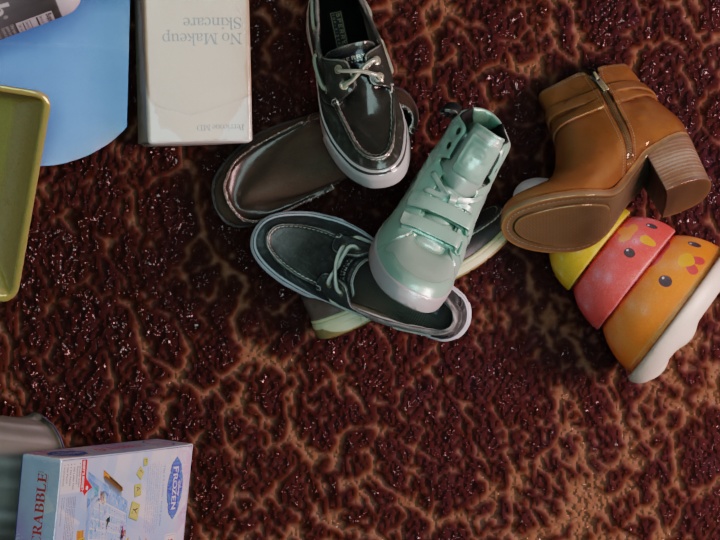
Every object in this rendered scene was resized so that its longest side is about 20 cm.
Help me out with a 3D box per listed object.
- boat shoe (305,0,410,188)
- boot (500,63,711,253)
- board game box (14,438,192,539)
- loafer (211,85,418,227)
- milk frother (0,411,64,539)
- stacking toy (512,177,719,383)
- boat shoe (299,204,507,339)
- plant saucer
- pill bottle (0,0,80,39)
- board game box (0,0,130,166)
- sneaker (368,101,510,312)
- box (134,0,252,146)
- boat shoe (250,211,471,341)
[{"bbox_3d":[-0.008,-0.163,1.726,0.071,0.064,0.200,-15,64,-7],"label":"boat shoe"},{"bbox_3d":[0.185,-0.100,1.778,0.200,0.074,0.155,-13,53,-21],"label":"boot"},{"bbox_3d":[-0.214,0.244,1.695,0.041,0.199,0.201,7,91,27],"label":"board game box"},{"bbox_3d":[-0.038,-0.103,1.766,0.200,0.071,0.073,-32,98,-8],"label":"loafer"},{"bbox_3d":[-0.379,0.180,1.692,0.188,0.200,0.181,12,101,-42],"label":"milk frother"},{"bbox_3d":[0.214,-0.010,1.808,0.200,0.146,0.146,36,86,5],"label":"stacking toy"},{"bbox_3d":[0.040,-0.011,1.786,0.200,0.073,0.065,-30,103,-8],"label":"boat shoe"},{"bbox_3d":[-0.365,-0.082,1.684,0.199,0.048,0.200,8,120,-12],"label":"plant saucer"},{"bbox_3d":[-0.293,-0.245,1.654,0.200,0.116,0.116,-22,97,-4],"label":"pill bottle"},{"bbox_3d":[-0.273,-0.187,1.735,0.158,0.039,0.201,1,90,-5],"label":"board game box"},{"bbox_3d":[0.068,-0.059,1.685,0.074,0.201,0.118,25,127,-6],"label":"sneaker"},{"bbox_3d":[-0.142,-0.205,1.737,0.095,0.078,0.201,-3,93,-12],"label":"box"},{"bbox_3d":[0.000,0.000,1.721,0.200,0.071,0.072,20,88,8],"label":"boat shoe"}]
